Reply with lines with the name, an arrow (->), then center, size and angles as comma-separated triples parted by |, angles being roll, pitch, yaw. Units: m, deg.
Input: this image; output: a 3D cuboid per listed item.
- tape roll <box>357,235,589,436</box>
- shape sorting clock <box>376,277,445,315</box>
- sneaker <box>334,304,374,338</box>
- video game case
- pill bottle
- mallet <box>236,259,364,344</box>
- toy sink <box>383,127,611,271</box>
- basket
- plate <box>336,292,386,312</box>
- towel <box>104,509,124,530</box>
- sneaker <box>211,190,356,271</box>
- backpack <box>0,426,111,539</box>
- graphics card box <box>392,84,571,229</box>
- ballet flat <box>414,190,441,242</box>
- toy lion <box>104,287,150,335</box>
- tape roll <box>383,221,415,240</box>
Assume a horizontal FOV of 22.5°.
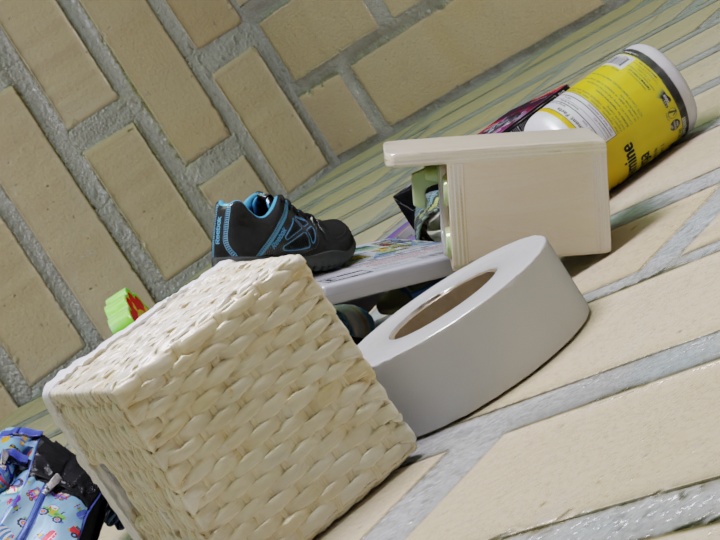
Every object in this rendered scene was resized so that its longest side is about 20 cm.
tape roll -> 0.085, 0.054, 1.475 | 0.202, 0.071, 0.202 | -34, 7, 5
shape sorting clock -> 0.109, 0.001, 1.848 | 0.199, 0.039, 0.200 | -23, 13, 6
sneaker -> -0.071, 0.100, 1.908 | 0.200, 0.077, 0.081 | -28, -7, 27
video game case -> 0.000, 0.000, 1.778 | 0.199, 0.022, 0.182 | -14, 11, -31
pill bottle -> 0.245, -0.140, 1.895 | 0.200, 0.113, 0.112 | -36, 7, -14
mallet -> -0.054, 0.045, 1.675 | 0.066, 0.200, 0.041 | 7, 65, 54
toy sink -> 0.124, -0.065, 1.670 | 0.199, 0.113, 0.130 | -4, 9, 0
basket -> -0.100, 0.116, 1.385 | 0.200, 0.199, 0.161 | -36, 10, -23
plate -> -0.062, 0.048, 1.956 | 0.199, 0.032, 0.200 | -12, -17, -24
towel -> -0.195, 0.146, 1.725 | 0.201, 0.048, 0.112 | -63, 25, 19
sneaker -> -0.069, -0.037, 1.720 | 0.073, 0.082, 0.200 | -1, 7, 31
backpack -> -0.320, 0.255, 1.614 | 0.183, 0.134, 0.200 | -50, 10, 16
graphics card box -> 0.142, -0.124, 1.984 | 0.200, 0.051, 0.125 | -38, 9, -26
ballet flat -> 0.136, -0.057, 1.830 | 0.199, 0.074, 0.074 | -16, 17, 40
toy lion -> -0.217, 0.104, 2.006 | 0.069, 0.192, 0.200 | -33, 7, 4
tape roll -> 0.108, -0.042, 2.048 | 0.200, 0.066, 0.200 | -34, 7, 4
